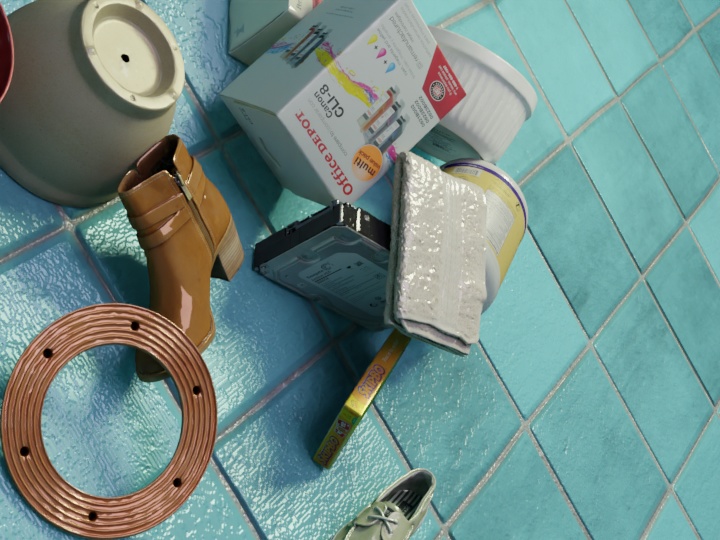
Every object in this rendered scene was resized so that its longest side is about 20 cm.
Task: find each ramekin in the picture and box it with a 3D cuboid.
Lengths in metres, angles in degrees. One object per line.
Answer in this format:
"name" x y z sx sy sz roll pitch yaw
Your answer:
"ramekin" 0.113 -0.211 1.589 0.199 0.199 0.106 33 80 -34

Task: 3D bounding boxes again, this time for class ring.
"ring" -0.216 0.130 1.095 0.198 0.019 0.203 4 83 -32

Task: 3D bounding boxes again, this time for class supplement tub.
"supplement tub" 0.113 -0.027 1.521 0.146 0.145 0.201 51 40 -16

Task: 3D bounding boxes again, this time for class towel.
"towel" 0.082 -0.018 1.340 0.132 0.034 0.203 22 63 -41

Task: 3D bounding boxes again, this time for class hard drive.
"hard drive" 0.000 0.000 1.376 0.199 0.139 0.038 30 49 -37

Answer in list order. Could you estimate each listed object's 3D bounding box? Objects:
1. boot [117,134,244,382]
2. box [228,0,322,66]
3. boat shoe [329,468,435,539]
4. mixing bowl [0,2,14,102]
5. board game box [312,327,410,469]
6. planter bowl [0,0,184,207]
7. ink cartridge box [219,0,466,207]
"boot" -0.180 -0.013 1.168 0.201 0.076 0.156 -60 141 -35
"box" -0.049 -0.290 1.507 0.199 0.108 0.129 26 52 -40
"boat shoe" 0.018 0.265 1.294 0.071 0.063 0.200 28 29 13
"mixing bowl" -0.398 -0.185 1.034 0.199 0.108 0.202 26 52 -38
"board game box" 0.014 0.120 1.362 0.030 0.096 0.200 33 40 6
"planter bowl" -0.249 -0.178 1.186 0.199 0.134 0.203 28 50 -39
"ink cartridge box" -0.020 -0.189 1.370 0.200 0.144 0.146 -44 123 -12
